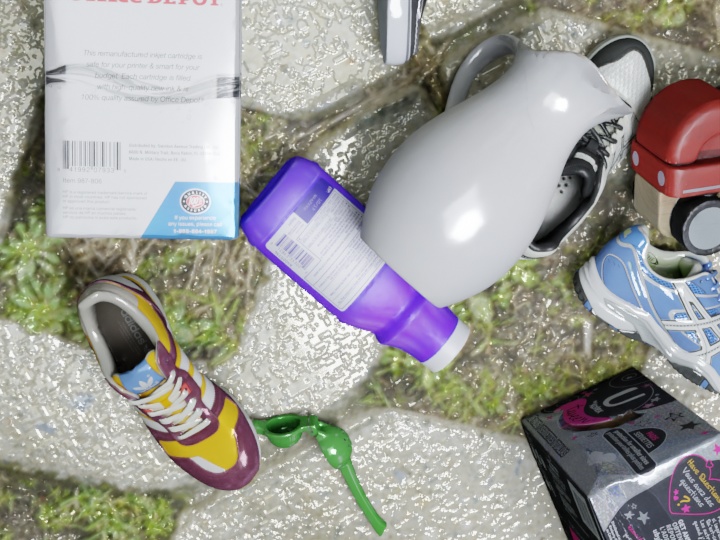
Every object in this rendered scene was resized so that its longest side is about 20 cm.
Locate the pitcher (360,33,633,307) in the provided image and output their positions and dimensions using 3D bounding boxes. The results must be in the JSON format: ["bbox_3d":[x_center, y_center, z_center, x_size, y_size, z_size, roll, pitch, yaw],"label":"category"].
[{"bbox_3d":[0.084,-0.084,0.993,0.121,0.172,0.200,39,93,-32],"label":"pitcher"}]

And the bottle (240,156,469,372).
[{"bbox_3d":[0.000,0.000,1.046,0.200,0.065,0.084,40,90,-11],"label":"bottle"}]

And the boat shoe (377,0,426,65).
[{"bbox_3d":[0.051,-0.259,1.012,0.065,0.070,0.203,3,92,-5],"label":"boat shoe"}]

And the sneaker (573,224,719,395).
[{"bbox_3d":[0.272,0.036,1.068,0.199,0.076,0.077,28,120,-12],"label":"sneaker"}]

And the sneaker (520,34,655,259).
[{"bbox_3d":[0.180,-0.093,1.040,0.075,0.088,0.201,28,94,-8],"label":"sneaker"}]

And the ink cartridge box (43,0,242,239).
[{"bbox_3d":[-0.162,-0.129,0.997,0.143,0.084,0.202,1,100,-7],"label":"ink cartridge box"}]

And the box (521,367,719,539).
[{"bbox_3d":[0.220,0.174,1.030,0.114,0.200,0.133,-24,101,-3],"label":"box"}]

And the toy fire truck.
[{"bbox_3d":[0.306,-0.123,0.997,0.174,0.129,0.202,-8,115,-11],"label":"toy fire truck"}]

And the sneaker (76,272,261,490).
[{"bbox_3d":[-0.153,0.094,1.021,0.075,0.090,0.201,-38,92,7],"label":"sneaker"}]

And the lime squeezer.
[{"bbox_3d":[-0.053,0.147,1.086,0.198,0.038,0.071,26,128,-10],"label":"lime squeezer"}]
